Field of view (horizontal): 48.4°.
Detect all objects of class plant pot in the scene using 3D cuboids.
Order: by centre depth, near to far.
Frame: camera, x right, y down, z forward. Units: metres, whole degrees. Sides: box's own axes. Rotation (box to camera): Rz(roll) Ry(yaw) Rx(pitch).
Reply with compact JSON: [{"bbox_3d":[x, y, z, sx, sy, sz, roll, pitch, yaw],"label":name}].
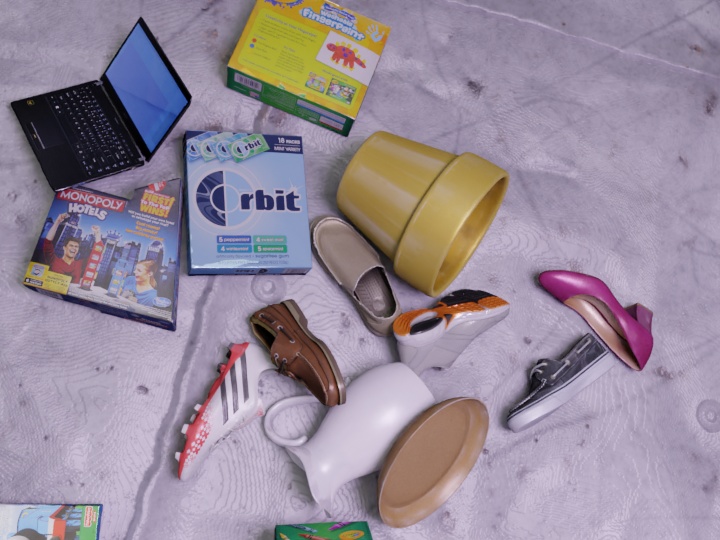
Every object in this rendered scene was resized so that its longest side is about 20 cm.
[{"bbox_3d":[0.091,0.244,1.042,0.200,0.200,0.027,-42,51,-17],"label":"plant pot"},{"bbox_3d":[0.077,-0.095,1.117,0.189,0.201,0.201,33,72,14],"label":"plant pot"}]

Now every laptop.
[{"bbox_3d":[-0.354,-0.227,1.085,0.200,0.103,0.177,-22,62,-24],"label":"laptop"}]

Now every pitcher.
[{"bbox_3d":[-0.015,0.198,1.063,0.200,0.121,0.172,-37,62,-13],"label":"pitcher"}]

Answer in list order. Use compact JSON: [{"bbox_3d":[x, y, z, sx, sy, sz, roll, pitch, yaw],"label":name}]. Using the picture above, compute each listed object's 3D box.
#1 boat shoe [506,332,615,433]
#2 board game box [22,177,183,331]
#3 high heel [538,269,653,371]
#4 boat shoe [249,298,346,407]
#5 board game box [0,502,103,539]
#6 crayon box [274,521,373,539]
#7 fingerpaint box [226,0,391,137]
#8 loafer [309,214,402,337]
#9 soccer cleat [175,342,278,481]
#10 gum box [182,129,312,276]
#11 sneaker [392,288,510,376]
[{"bbox_3d":[0.276,0.159,1.150,0.200,0.072,0.071,-29,73,-26],"label":"boat shoe"},{"bbox_3d":[-0.320,-0.041,1.089,0.200,0.062,0.200,16,72,-5],"label":"board game box"},{"bbox_3d":[0.346,0.070,1.177,0.200,0.067,0.096,22,62,-8],"label":"high heel"},{"bbox_3d":[-0.085,0.115,1.047,0.068,0.072,0.200,-15,35,-23],"label":"boat shoe"},{"bbox_3d":[-0.427,0.361,0.977,0.199,0.037,0.152,3,75,-9],"label":"board game box"},{"bbox_3d":[-0.046,0.415,0.984,0.118,0.058,0.201,0,98,-8],"label":"crayon box"},{"bbox_3d":[-0.077,-0.319,1.200,0.200,0.073,0.167,21,74,-5],"label":"fingerpaint box"},{"bbox_3d":[0.000,0.000,1.133,0.076,0.068,0.200,-35,84,-17],"label":"loafer"},{"bbox_3d":[-0.173,0.190,1.054,0.085,0.069,0.200,25,68,1],"label":"soccer cleat"},{"bbox_3d":[-0.160,-0.094,1.129,0.169,0.045,0.201,0,75,-19],"label":"gum box"},{"bbox_3d":[0.129,0.091,1.142,0.200,0.076,0.092,-16,118,-29],"label":"sneaker"}]
